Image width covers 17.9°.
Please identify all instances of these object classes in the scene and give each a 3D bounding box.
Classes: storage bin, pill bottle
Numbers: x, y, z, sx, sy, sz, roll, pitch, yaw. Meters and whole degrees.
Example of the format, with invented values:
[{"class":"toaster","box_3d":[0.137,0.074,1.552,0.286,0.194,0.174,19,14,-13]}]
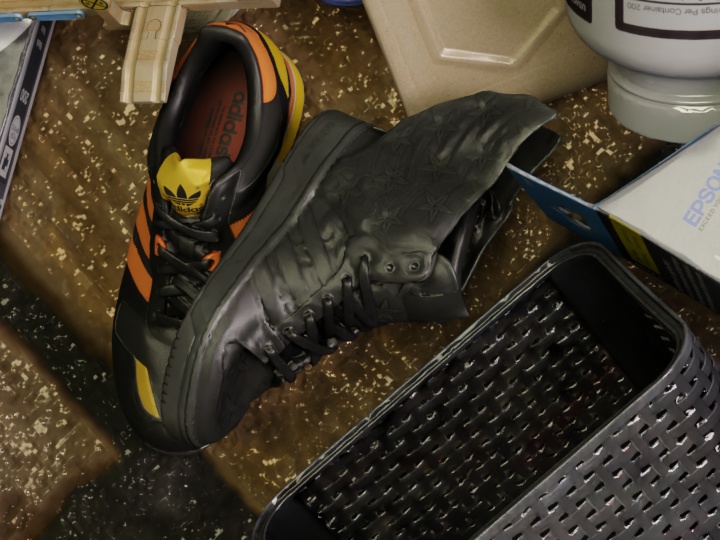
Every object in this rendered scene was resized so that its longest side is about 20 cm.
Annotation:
[{"class":"storage bin","box_3d":[0.067,0.100,0.957,0.200,0.135,0.094,-40,115,1]},{"class":"pill bottle","box_3d":[0.137,-0.158,0.935,0.112,0.113,0.201,2,122,11]}]

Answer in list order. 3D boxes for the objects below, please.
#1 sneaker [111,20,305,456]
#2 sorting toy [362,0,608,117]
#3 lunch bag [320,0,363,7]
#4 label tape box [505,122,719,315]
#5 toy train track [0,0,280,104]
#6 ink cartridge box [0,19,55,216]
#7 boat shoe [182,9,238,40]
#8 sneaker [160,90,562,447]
[{"class":"sneaker","box_3d":[-0.078,-0.018,1.040,0.070,0.090,0.201,11,82,12]},{"class":"sorting toy","box_3d":[0.080,-0.169,1.007,0.185,0.037,0.200,-21,121,4]},{"class":"lunch bag","box_3d":[0.003,-0.234,1.035,0.160,0.076,0.200,-26,105,8]},{"class":"label tape box","box_3d":[0.170,-0.009,0.963,0.200,0.144,0.063,32,89,14]},{"class":"toy train track","box_3d":[-0.130,-0.132,1.034,0.199,0.033,0.115,0,67,24]},{"class":"ink cartridge box","box_3d":[-0.257,-0.084,1.111,0.197,0.043,0.201,13,84,12]},{"class":"boat shoe","box_3d":[-0.102,-0.209,1.086,0.075,0.068,0.201,-18,100,12]},{"class":"sneaker","box_3d":[0.001,0.001,0.999,0.104,0.060,0.200,23,74,22]}]
